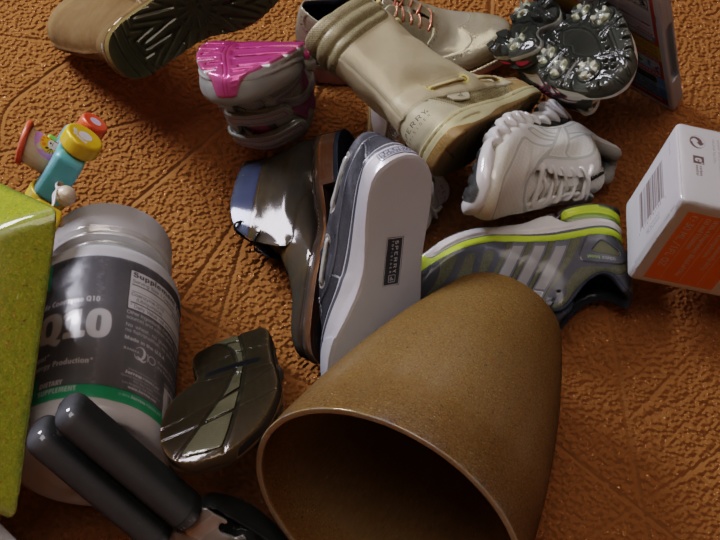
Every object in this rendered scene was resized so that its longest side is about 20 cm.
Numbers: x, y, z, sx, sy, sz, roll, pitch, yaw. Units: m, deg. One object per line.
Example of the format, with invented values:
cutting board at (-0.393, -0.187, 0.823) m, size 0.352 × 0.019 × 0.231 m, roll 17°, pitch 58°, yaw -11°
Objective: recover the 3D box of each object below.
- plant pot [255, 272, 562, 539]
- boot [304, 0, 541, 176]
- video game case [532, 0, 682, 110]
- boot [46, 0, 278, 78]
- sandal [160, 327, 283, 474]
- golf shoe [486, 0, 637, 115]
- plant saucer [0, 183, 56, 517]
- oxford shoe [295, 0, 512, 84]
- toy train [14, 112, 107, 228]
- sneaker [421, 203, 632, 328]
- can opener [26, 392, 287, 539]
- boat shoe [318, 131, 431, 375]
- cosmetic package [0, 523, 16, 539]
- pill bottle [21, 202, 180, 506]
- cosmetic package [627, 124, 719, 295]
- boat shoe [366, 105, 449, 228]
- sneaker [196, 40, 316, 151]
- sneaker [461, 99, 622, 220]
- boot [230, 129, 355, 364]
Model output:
plant pot at (0.057, 0.098, 0.872) m, size 0.185 × 0.188 × 0.200 m, roll 22°, pitch 45°, yaw 16°
boot at (0.053, -0.155, 1.036) m, size 0.155 × 0.073 × 0.200 m, roll 42°, pitch 31°, yaw 12°
video game case at (0.195, -0.210, 1.058) m, size 0.143 × 0.200 × 0.018 m, roll 36°, pitch 85°, yaw 23°
boot at (-0.171, -0.231, 1.102) m, size 0.174 × 0.067 × 0.200 m, roll -30°, pitch 26°, yaw -15°
sandal at (-0.088, 0.096, 0.898) m, size 0.081 × 0.055 × 0.200 m, roll -17°, pitch 15°, yaw 1°
golf shoe at (0.180, -0.167, 1.041) m, size 0.077 × 0.088 × 0.200 m, roll -48°, pitch 24°, yaw 4°
plant saucer at (-0.276, 0.038, 0.864) m, size 0.048 × 0.202 × 0.199 m, roll 3°, pitch 11°, yaw -38°
oxford shoe at (0.040, -0.206, 1.131) m, size 0.198 × 0.074 × 0.071 m, roll -5°, pitch 55°, yaw -2°
toy train at (-0.259, -0.033, 0.962) m, size 0.055 × 0.150 × 0.201 m, roll 30°, pitch 65°, yaw -20°
sneaker at (0.118, 0.011, 0.981) m, size 0.198 × 0.074 × 0.081 m, roll -17°, pitch 60°, yaw -8°
can opener at (-0.129, 0.151, 0.843) m, size 0.053 × 0.200 × 0.067 m, roll -38°, pitch 26°, yaw 17°
boat shoe at (0.000, 0.000, 0.936) m, size 0.071 × 0.202 × 0.068 m, roll -6°, pitch 26°, yaw -29°
cosmetic package at (-0.301, 0.243, 0.829) m, size 0.101 × 0.072 × 0.200 m, roll 37°, pitch 63°, yaw 25°
pill bottle at (-0.186, 0.055, 0.926) m, size 0.112 × 0.114 × 0.201 m, roll -4°, pitch 46°, yaw -1°
cosmetic package at (0.306, -0.030, 0.950) m, size 0.198 × 0.102 × 0.072 m, roll 11°, pitch 55°, yaw -6°
boat shoe at (0.037, -0.065, 1.035) m, size 0.069 × 0.071 × 0.202 m, roll 1°, pitch 53°, yaw 2°
sneaker at (-0.074, -0.138, 1.036) m, size 0.080 × 0.089 × 0.200 m, roll 3°, pitch 10°, yaw 13°
sneaker at (0.142, -0.080, 0.997) m, size 0.081 × 0.076 × 0.200 m, roll 30°, pitch 31°, yaw 19°
boot at (-0.055, -0.014, 1.018) m, size 0.096 × 0.075 × 0.202 m, roll -8°, pitch 56°, yaw 23°
